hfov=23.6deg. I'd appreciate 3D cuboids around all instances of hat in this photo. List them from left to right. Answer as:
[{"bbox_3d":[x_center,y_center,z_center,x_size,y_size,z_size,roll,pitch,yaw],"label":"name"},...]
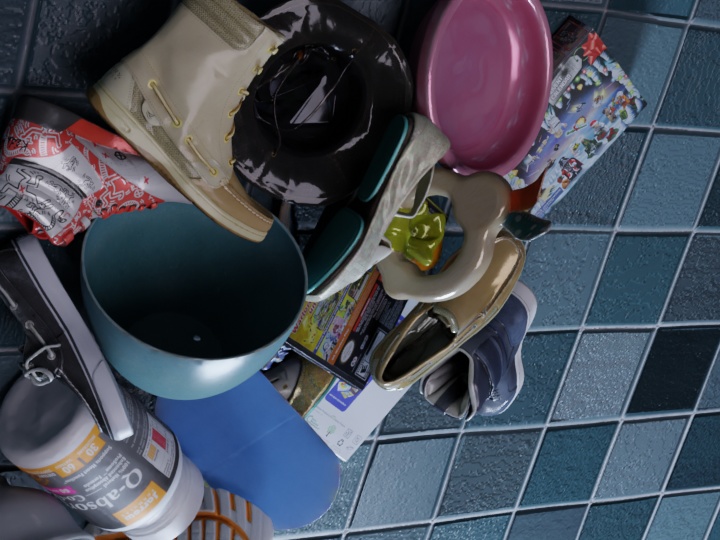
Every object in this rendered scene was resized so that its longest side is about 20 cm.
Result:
[{"bbox_3d":[-0.056,-0.159,1.553,0.200,0.081,0.202,-12,116,-26],"label":"hat"}]

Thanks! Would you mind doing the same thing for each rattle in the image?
[{"bbox_3d":[0.118,-0.038,1.612,0.199,0.131,0.143,-25,148,26],"label":"rattle"}]

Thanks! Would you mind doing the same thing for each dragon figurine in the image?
[{"bbox_3d":[-0.072,-0.004,1.652,0.099,0.059,0.201,20,102,-43],"label":"dragon figurine"}]

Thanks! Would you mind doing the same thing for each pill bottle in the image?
[{"bbox_3d":[-0.237,0.172,1.607,0.116,0.116,0.200,-45,134,-3],"label":"pill bottle"}]

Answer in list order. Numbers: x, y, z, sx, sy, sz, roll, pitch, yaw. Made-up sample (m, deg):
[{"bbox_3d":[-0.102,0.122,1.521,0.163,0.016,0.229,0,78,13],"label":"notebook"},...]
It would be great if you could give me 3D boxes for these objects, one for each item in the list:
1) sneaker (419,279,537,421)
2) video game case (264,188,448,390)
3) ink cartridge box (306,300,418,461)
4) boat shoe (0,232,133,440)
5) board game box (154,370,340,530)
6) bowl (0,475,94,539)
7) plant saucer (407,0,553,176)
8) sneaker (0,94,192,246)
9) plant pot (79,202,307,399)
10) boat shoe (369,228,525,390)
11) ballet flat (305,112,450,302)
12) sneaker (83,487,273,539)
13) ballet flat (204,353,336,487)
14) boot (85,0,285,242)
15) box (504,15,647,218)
[{"bbox_3d":[0.114,0.117,1.800,0.146,0.077,0.203,-51,158,-36],"label":"sneaker"},{"bbox_3d":[0.000,0.000,1.670,0.201,0.025,0.181,-63,148,-7],"label":"video game case"},{"bbox_3d":[0.014,0.099,1.797,0.200,0.039,0.099,-48,135,1],"label":"ink cartridge box"},{"bbox_3d":[-0.265,0.066,1.486,0.068,0.074,0.200,-29,88,-10],"label":"boat shoe"},{"bbox_3d":[-0.101,0.158,1.666,0.158,0.200,0.039,-36,-170,39],"label":"board game box"},{"bbox_3d":[-0.350,0.247,1.564,0.200,0.091,0.201,-24,166,-6],"label":"bowl"},{"bbox_3d":[0.108,-0.186,1.637,0.200,0.051,0.202,-15,110,-48],"label":"plant saucer"},{"bbox_3d":[-0.225,-0.066,1.481,0.201,0.067,0.108,23,86,-37],"label":"sneaker"},{"bbox_3d":[-0.159,0.038,1.544,0.199,0.201,0.135,-15,147,-28],"label":"plant pot"},{"bbox_3d":[0.089,0.042,1.676,0.072,0.076,0.200,40,92,0],"label":"boat shoe"},{"bbox_3d":[0.016,-0.047,1.556,0.062,0.067,0.201,27,100,-28],"label":"ballet flat"},{"bbox_3d":[-0.176,0.267,1.705,0.199,0.079,0.077,-8,150,18],"label":"sneaker"},{"bbox_3d":[-0.094,0.143,1.733,0.071,0.071,0.200,32,97,-44],"label":"ballet flat"},{"bbox_3d":[-0.110,-0.134,1.445,0.156,0.073,0.200,-47,113,1],"label":"boot"},{"bbox_3d":[0.191,-0.143,1.769,0.200,0.040,0.137,-48,133,0],"label":"box"}]
